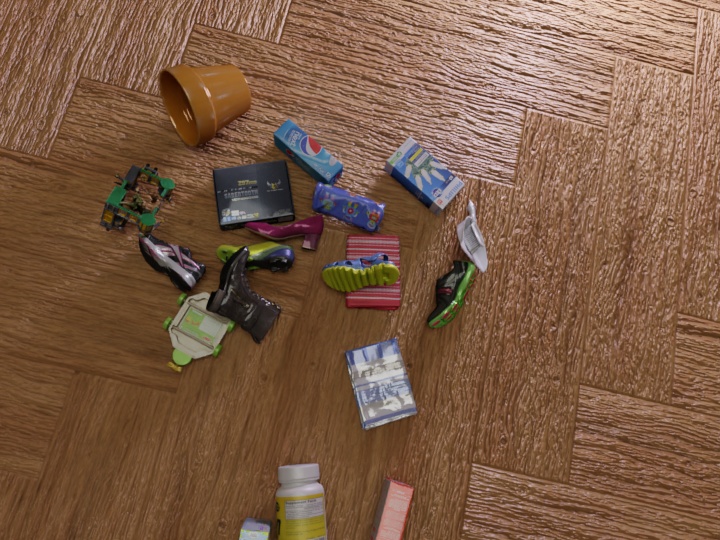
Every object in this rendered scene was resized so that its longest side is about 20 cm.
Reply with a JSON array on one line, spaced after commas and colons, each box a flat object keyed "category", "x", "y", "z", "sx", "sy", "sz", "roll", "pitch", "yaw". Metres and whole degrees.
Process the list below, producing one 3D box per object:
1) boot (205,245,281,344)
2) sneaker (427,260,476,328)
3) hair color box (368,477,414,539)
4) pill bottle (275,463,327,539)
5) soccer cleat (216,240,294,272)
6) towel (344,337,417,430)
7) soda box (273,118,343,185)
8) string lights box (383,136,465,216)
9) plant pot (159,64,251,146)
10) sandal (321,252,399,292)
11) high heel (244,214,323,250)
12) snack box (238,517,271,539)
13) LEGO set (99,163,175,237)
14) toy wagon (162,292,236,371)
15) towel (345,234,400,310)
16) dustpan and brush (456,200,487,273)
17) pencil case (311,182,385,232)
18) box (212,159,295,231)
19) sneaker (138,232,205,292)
[{"category": "boot", "x": -0.271, "y": 0.060, "z": 1.484, "sx": 0.173, "sy": 0.069, "sz": 0.201, "roll": 30, "pitch": 77, "yaw": -25}, {"category": "sneaker", "x": 0.226, "y": 0.061, "z": 1.555, "sx": 0.083, "sy": 0.077, "sz": 0.201, "roll": 26, "pitch": 74, "yaw": 28}, {"category": "hair color box", "x": 0.063, "y": 0.588, "z": 1.376, "sx": 0.061, "sy": 0.102, "sz": 0.202, "roll": 17, "pitch": 75, "yaw": 0}, {"category": "pill bottle", "x": -0.135, "y": 0.548, "z": 1.361, "sx": 0.113, "sy": 0.114, "sz": 0.202, "roll": -3, "pitch": 75, "yaw": -6}, {"category": "soccer cleat", "x": -0.267, "y": -0.043, "z": 1.542, "sx": 0.198, "sy": 0.065, "sz": 0.084, "roll": 6, "pitch": 45, "yaw": 1}, {"category": "towel", "x": 0.050, "y": 0.281, "z": 1.496, "sx": 0.146, "sy": 0.024, "sz": 0.202, "roll": -13, "pitch": 77, "yaw": -9}, {"category": "soda box", "x": -0.140, "y": -0.310, "z": 1.610, "sx": 0.200, "sy": 0.068, "sz": 0.064, "roll": 41, "pitch": 76, "yaw": 6}, {"category": "string lights box", "x": 0.172, "y": -0.255, "z": 1.630, "sx": 0.200, "sy": 0.059, "sz": 0.103, "roll": 41, "pitch": 74, "yaw": 6}, {"category": "plant pot", "x": -0.396, "y": -0.451, "z": 1.572, "sx": 0.183, "sy": 0.200, "sz": 0.201, "roll": -30, "pitch": 79, "yaw": -28}, {"category": "sandal", "x": 0.000, "y": 0.000, "z": 1.528, "sx": 0.198, "sy": 0.080, "sz": 0.087, "roll": -3, "pitch": 36, "yaw": 4}, {"category": "high heel", "x": -0.196, "y": -0.120, "z": 1.555, "sx": 0.198, "sy": 0.067, "sz": 0.097, "roll": 15, "pitch": 83, "yaw": -17}, {"category": "snack box", "x": -0.238, "y": 0.654, "z": 1.295, "sx": 0.067, "sy": 0.169, "sz": 0.202, "roll": 7, "pitch": 75, "yaw": -5}, {"category": "LEGO set", "x": -0.565, "y": -0.161, "z": 1.516, "sx": 0.153, "sy": 0.116, "sz": 0.201, "roll": 20, "pitch": 50, "yaw": -21}, {"category": "toy wagon", "x": -0.407, "y": 0.155, "z": 1.478, "sx": 0.154, "sy": 0.040, "sz": 0.201, "roll": 27, "pitch": 75, "yaw": 2}, {"category": "towel", "x": 0.033, "y": 0.004, "z": 1.568, "sx": 0.143, "sy": 0.023, "sz": 0.202, "roll": 1, "pitch": 73, "yaw": -3}, {"category": "dustpan and brush", "x": 0.295, "y": -0.110, "z": 1.591, "sx": 0.057, "sy": 0.139, "sz": 0.201, "roll": -30, "pitch": 43, "yaw": 20}, {"category": "pencil case", "x": -0.033, "y": -0.164, "z": 1.578, "sx": 0.198, "sy": 0.078, "sz": 0.087, "roll": 20, "pitch": 113, "yaw": -1}, {"category": "box", "x": -0.280, "y": -0.198, "z": 1.577, "sx": 0.198, "sy": 0.051, "sz": 0.159, "roll": -8, "pitch": 75, "yaw": -7}, {"category": "sneaker", "x": -0.473, "y": -0.033, "z": 1.514, "sx": 0.200, "sy": 0.080, "sz": 0.086, "roll": 42, "pitch": 52, "yaw": 8}]
